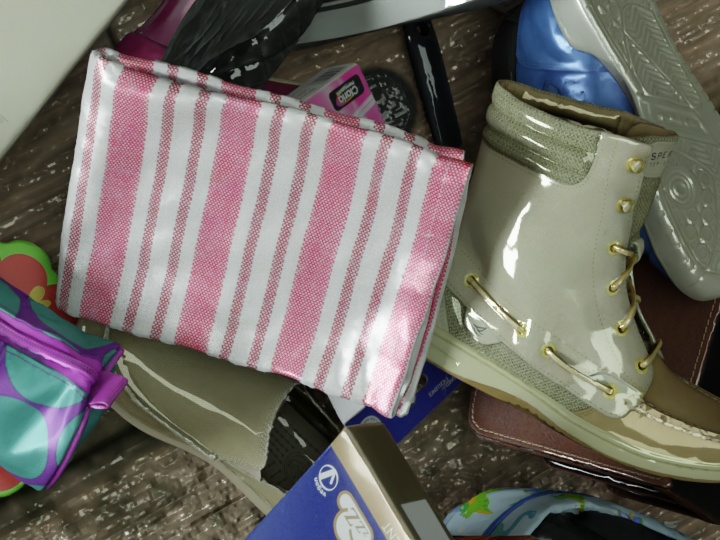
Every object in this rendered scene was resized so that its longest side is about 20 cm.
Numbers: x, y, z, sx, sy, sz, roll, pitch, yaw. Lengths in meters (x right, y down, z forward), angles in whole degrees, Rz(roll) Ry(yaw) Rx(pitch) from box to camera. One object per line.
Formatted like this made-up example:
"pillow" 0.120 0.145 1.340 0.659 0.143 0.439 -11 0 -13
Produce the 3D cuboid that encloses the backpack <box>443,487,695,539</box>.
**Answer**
"backpack" 0.122 0.202 0.871 0.199 0.153 0.165 32 79 -43

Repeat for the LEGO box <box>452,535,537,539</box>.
"LEGO box" 0.021 0.236 0.786 0.077 0.148 0.203 -4 86 -44

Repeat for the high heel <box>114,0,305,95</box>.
"high heel" -0.052 -0.071 0.883 0.199 0.067 0.096 37 87 -14

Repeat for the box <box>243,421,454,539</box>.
"box" -0.024 0.181 0.745 0.032 0.200 0.122 -4 52 -47

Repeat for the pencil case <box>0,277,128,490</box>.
"pencil case" -0.215 0.022 0.775 0.199 0.092 0.086 35 48 -10

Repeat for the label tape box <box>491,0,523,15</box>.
"label tape box" 0.076 -0.242 0.920 0.198 0.063 0.146 22 82 -13

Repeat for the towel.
"towel" -0.054 -0.017 0.776 0.198 0.030 0.148 16 117 5

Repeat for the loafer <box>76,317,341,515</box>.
"loafer" -0.066 0.073 0.861 0.199 0.068 0.076 39 59 -18

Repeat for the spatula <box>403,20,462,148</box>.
"spatula" 0.061 -0.058 0.932 0.056 0.021 0.202 -20 91 -27

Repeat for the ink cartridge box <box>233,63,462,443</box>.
"ink cartridge box" 0.000 0.000 0.841 0.095 0.037 0.202 -39 114 -34

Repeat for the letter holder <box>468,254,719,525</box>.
"letter holder" 0.161 0.026 0.921 0.100 0.141 0.202 33 73 -54

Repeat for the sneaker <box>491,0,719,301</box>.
"sneaker" 0.138 -0.068 0.873 0.076 0.111 0.202 -21 83 -33

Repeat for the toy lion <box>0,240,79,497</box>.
"toy lion" -0.244 0.054 0.835 0.199 0.069 0.193 38 73 -10

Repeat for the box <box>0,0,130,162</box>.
"box" -0.187 -0.131 0.846 0.082 0.068 0.201 40 79 -11

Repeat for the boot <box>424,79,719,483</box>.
"boot" 0.132 0.006 0.786 0.198 0.072 0.156 25 109 10

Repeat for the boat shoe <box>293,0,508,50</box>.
"boat shoe" 0.027 -0.166 0.846 0.070 0.198 0.065 -21 101 -53

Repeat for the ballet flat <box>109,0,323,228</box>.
"ballet flat" -0.073 -0.100 0.834 0.201 0.066 0.057 -54 136 0
